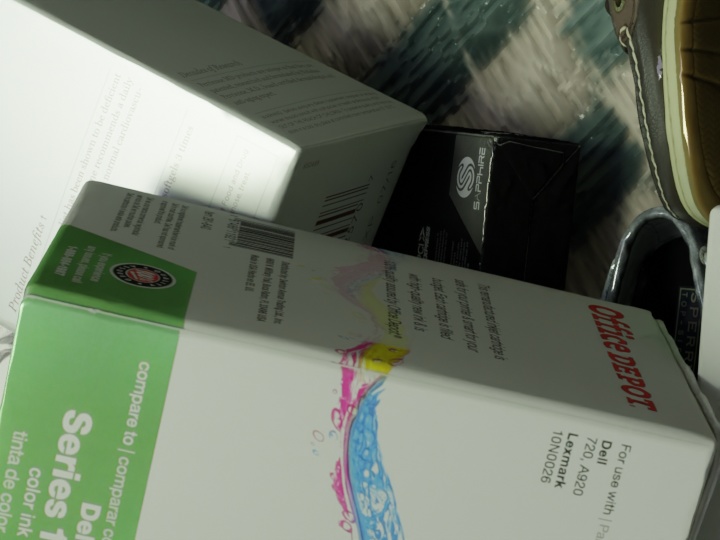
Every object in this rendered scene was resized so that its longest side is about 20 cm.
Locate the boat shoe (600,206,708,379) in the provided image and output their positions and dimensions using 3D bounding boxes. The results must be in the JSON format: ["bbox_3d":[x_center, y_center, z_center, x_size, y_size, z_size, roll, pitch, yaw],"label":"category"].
[{"bbox_3d":[0.105,0.076,0.767,0.072,0.068,0.200,5,80,33],"label":"boat shoe"}]

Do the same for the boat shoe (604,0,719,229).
[{"bbox_3d":[0.119,-0.110,0.775,0.065,0.073,0.200,-12,73,53],"label":"boat shoe"}]

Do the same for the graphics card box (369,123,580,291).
[{"bbox_3d":[0.000,0.000,0.880,0.200,0.051,0.126,9,94,52],"label":"graphics card box"}]

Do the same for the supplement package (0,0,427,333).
[{"bbox_3d":[-0.099,-0.045,0.812,0.200,0.117,0.117,29,110,17],"label":"supplement package"}]

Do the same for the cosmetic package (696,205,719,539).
[{"bbox_3d":[0.150,0.089,0.669,0.085,0.108,0.200,0,60,20],"label":"cosmetic package"}]

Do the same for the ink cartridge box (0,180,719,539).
[{"bbox_3d":[-0.004,0.046,0.665,0.200,0.145,0.084,13,104,-4],"label":"ink cartridge box"}]

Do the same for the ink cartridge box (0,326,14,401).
[{"bbox_3d":[-0.143,0.025,0.971,0.146,0.083,0.200,-13,74,61],"label":"ink cartridge box"}]
